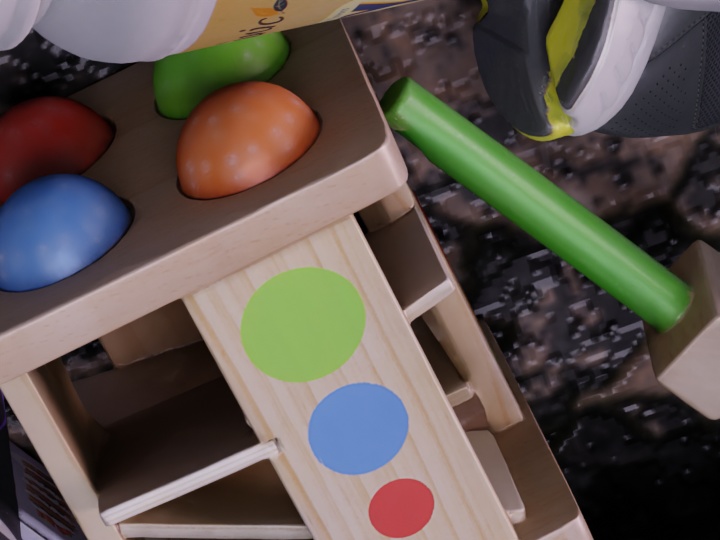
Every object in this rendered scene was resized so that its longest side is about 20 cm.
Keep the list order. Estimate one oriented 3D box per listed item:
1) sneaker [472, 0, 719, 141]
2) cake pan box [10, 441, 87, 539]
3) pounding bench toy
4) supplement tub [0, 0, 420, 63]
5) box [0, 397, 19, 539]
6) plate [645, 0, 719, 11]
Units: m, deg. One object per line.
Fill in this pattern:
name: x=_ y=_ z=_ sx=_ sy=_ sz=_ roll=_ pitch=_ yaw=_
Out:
sneaker: x=0.098 y=-0.128 z=0.832 sx=0.084 sy=0.074 sz=0.201 roll=9 pitch=111 yaw=-42
cake pan box: x=-0.103 y=0.172 z=0.941 sx=0.200 sy=0.052 sz=0.184 roll=38 pitch=106 yaw=-24
pounding bench toy: x=0.000 y=0.000 z=0.835 sx=0.199 sy=0.124 sz=0.156 roll=-26 pitch=117 yaw=2
supplement tub: x=-0.023 y=-0.130 z=0.723 sx=0.199 sy=0.144 sz=0.145 roll=-14 pitch=119 yaw=-22
box: x=-0.165 y=0.072 z=0.786 sx=0.106 sy=0.200 sz=0.122 roll=-44 pitch=115 yaw=11
plate: x=0.180 y=-0.150 z=0.806 sx=0.199 sy=0.032 sz=0.201 roll=2 pitch=117 yaw=-39
